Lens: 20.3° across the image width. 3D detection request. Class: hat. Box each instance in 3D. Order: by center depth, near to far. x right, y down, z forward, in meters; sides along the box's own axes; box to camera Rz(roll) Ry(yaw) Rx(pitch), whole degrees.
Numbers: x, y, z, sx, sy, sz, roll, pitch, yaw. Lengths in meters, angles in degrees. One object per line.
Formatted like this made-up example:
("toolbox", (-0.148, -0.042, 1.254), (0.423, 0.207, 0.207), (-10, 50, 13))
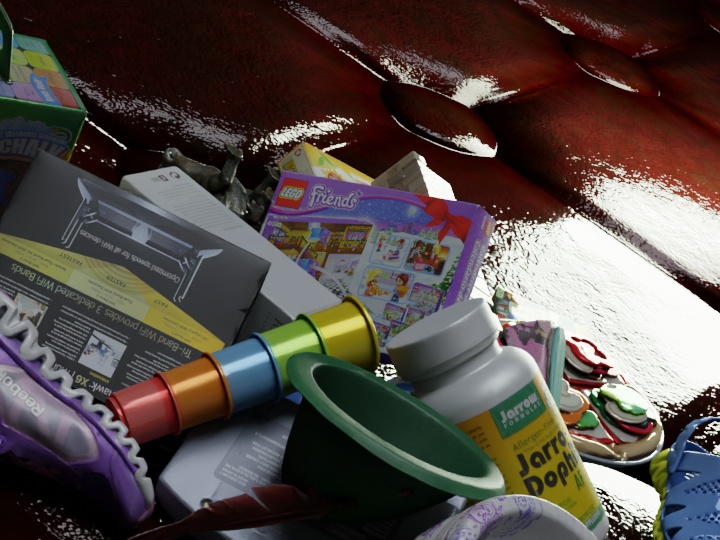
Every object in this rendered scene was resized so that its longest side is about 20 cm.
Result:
("hat", (-0.026, 0.170, 1.393), (0.199, 0.177, 0.166), (33, 11, 12))

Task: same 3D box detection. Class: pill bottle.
("pill bottle", (0.098, 0.128, 1.504), (0.201, 0.112, 0.113), (64, 27, -7))

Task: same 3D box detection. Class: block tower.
("block tower", (0.066, -0.009, 1.749), (0.058, 0.054, 0.201), (33, 30, -44))

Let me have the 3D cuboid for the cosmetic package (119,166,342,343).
("cosmetic package", (-0.121, 0.014, 1.624), (0.200, 0.102, 0.071), (38, 29, 23))

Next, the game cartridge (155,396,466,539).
("game cartridge", (-0.039, 0.168, 1.433), (0.199, 0.041, 0.134), (27, 48, 11))

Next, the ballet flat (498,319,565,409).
("ballet flat", (0.137, 0.131, 1.667), (0.071, 0.069, 0.201), (-7, 56, 14))

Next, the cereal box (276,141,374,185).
("cereal box", (0.010, -0.007, 1.758), (0.144, 0.039, 0.201), (27, 34, -47))

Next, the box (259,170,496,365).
("box", (0.000, 0.000, 1.642), (0.199, 0.138, 0.039), (12, -15, 34))

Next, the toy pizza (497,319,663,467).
("toy pizza", (0.185, 0.100, 1.782), (0.199, 0.032, 0.201), (22, 27, -12))

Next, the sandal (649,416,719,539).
("sandal", (0.294, 0.192, 1.704), (0.079, 0.087, 0.200), (22, 28, -15))

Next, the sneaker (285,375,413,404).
("sneaker", (0.021, 0.134, 1.564), (0.199, 0.077, 0.111), (10, 30, -32))

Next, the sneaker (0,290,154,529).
("sneaker", (-0.228, 0.110, 1.387), (0.200, 0.081, 0.088), (46, 62, 4))

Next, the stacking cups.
("stacking cups", (-0.087, 0.073, 1.445), (0.199, 0.061, 0.061), (-17, 43, -20))

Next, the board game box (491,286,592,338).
("board game box", (0.159, 0.085, 1.847), (0.104, 0.024, 0.200), (27, 26, -4))

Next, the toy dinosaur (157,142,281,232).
("toy dinosaur", (-0.117, -0.041, 1.752), (0.077, 0.102, 0.201), (21, 33, -35))

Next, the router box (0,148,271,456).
("router box", (-0.188, 0.024, 1.499), (0.199, 0.052, 0.158), (27, 67, -1))

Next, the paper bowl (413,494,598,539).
("paper bowl", (0.094, 0.258, 1.324), (0.200, 0.104, 0.202), (26, 49, -33))

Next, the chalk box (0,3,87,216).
("chalk box", (-0.302, -0.119, 1.584), (0.123, 0.201, 0.125), (8, 31, -32))
